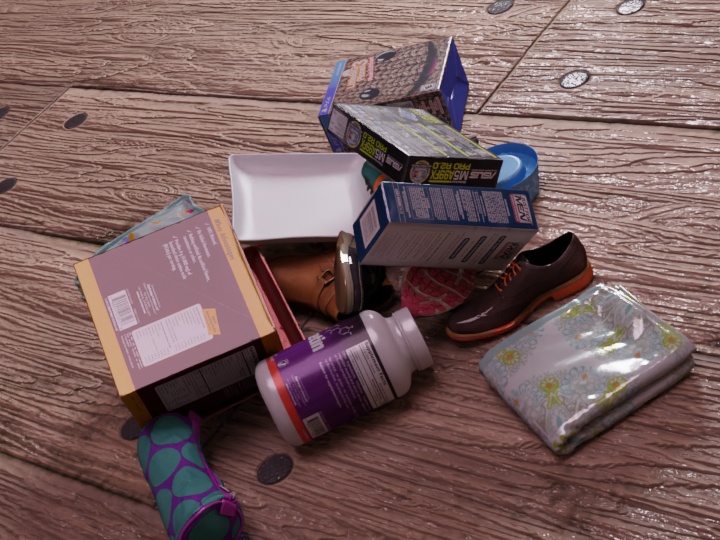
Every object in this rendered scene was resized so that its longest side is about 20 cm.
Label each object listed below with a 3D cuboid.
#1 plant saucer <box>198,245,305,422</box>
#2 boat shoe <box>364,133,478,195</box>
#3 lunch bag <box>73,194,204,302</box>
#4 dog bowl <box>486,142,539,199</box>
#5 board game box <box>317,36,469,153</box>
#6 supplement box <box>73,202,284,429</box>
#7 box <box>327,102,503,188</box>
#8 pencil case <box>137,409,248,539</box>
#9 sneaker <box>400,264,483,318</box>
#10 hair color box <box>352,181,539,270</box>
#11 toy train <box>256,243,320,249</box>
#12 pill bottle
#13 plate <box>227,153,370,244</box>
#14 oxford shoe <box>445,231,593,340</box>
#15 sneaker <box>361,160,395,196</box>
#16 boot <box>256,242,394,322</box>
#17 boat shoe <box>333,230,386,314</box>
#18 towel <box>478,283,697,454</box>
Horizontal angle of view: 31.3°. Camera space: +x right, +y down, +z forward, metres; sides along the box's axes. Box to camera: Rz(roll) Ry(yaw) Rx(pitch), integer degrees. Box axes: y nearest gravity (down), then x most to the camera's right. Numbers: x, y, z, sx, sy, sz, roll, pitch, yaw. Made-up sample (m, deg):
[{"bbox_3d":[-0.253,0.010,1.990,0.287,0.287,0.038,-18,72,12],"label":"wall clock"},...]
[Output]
[{"bbox_3d":[-0.183,0.091,1.672,0.200,0.037,0.200,-26,64,-7],"label":"plant saucer"},{"bbox_3d":[0.094,-0.127,1.850,0.200,0.057,0.067,-31,0,-14],"label":"boat shoe"},{"bbox_3d":[-0.272,0.022,1.766,0.200,0.171,0.122,-34,30,-10],"label":"lunch bag"},{"bbox_3d":[0.158,-0.103,1.773,0.200,0.050,0.112,-28,35,-5],"label":"dog bowl"},{"bbox_3d":[0.055,-0.265,2.001,0.199,0.097,0.160,-10,38,20],"label":"board game box"},{"bbox_3d":[-0.219,0.061,1.596,0.199,0.133,0.198,-22,63,-6],"label":"supplement box"},{"bbox_3d":[0.072,-0.170,1.747,0.160,0.044,0.200,-1,26,-35],"label":"box"},{"bbox_3d":[-0.200,0.249,1.505,0.092,0.085,0.200,-44,37,2],"label":"pencil case"},{"bbox_3d":[0.109,0.003,1.636,0.200,0.081,0.075,-45,-4,-45],"label":"sneaker"},{"bbox_3d":[0.102,-0.052,1.552,0.199,0.100,0.061,3,60,-23],"label":"hair color box"},{"bbox_3d":[-0.112,-0.074,1.901,0.150,0.056,0.200,-10,27,-10],"label":"toy train"},{"bbox_3d":[-0.018,0.121,1.537,0.200,0.113,0.113,-26,35,-2],"label":"pill bottle"},{"bbox_3d":[-0.081,-0.095,1.784,0.199,0.032,0.200,-2,39,-8],"label":"plate"},{"bbox_3d":[0.187,0.017,1.582,0.200,0.073,0.071,-30,36,-6],"label":"oxford shoe"},{"bbox_3d":[0.043,-0.089,1.725,0.080,0.071,0.200,-52,36,4],"label":"sneaker"},{"bbox_3d":[-0.061,0.035,1.721,0.200,0.077,0.155,-25,39,-13],"label":"boot"},{"bbox_3d":[0.000,0.000,1.611,0.065,0.072,0.200,4,17,-3],"label":"boat shoe"},{"bbox_3d":[0.255,0.103,1.453,0.200,0.048,0.171,-32,35,-9],"label":"towel"}]
